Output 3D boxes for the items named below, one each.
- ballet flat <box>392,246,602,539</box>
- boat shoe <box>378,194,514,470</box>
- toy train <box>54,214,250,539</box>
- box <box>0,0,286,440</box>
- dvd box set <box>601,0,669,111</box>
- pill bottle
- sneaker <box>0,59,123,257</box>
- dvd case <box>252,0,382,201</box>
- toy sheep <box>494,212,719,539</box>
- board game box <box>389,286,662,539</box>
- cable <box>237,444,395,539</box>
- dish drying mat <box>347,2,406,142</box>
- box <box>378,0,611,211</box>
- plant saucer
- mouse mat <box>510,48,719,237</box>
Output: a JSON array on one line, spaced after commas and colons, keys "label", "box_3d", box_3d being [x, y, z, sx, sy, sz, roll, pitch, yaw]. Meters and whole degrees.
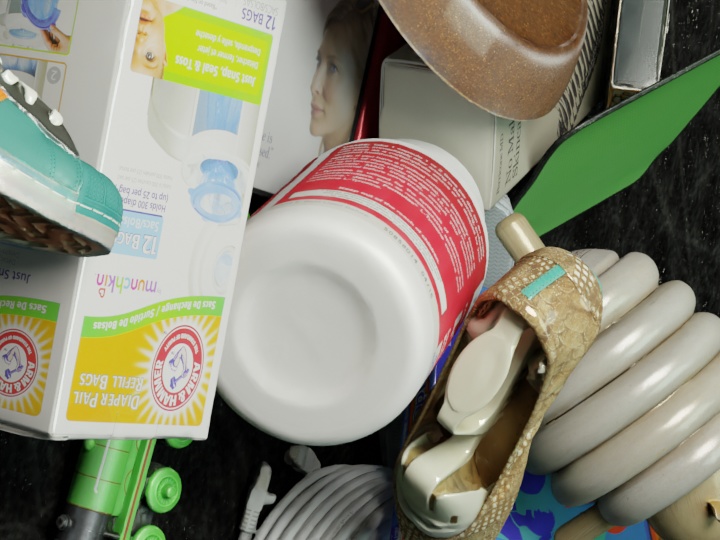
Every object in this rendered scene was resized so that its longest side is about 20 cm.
[{"label": "ballet flat", "box_3d": [0.051, 0.075, 1.037, 0.065, 0.070, 0.201, -21, 140, -49]}, {"label": "boat shoe", "box_3d": [0.055, 0.035, 1.251, 0.067, 0.073, 0.201, -103, -156, -64]}, {"label": "toy train", "box_3d": [-0.102, 0.050, 1.034, 0.056, 0.042, 0.201, 22, 80, -48]}, {"label": "box", "box_3d": [-0.118, -0.033, 0.920, 0.112, 0.101, 0.201, 10, 91, -58]}, {"label": "dvd box set", "box_3d": [0.169, -0.151, 1.322, 0.200, 0.029, 0.147, 76, 22, -77]}, {"label": "pill bottle", "box_3d": [0.000, 0.000, 1.048, 0.200, 0.112, 0.113, -49, 141, -67]}, {"label": "sneaker", "box_3d": [-0.164, -0.078, 0.799, 0.200, 0.071, 0.080, 32, 70, -25]}, {"label": "dvd case", "box_3d": [-0.032, -0.135, 1.107, 0.143, 0.017, 0.201, 15, 86, -58]}, {"label": "toy sheep", "box_3d": [0.127, 0.059, 1.093, 0.200, 0.138, 0.138, 52, 44, -1]}, {"label": "board game box", "box_3d": [0.120, 0.101, 1.182, 0.199, 0.045, 0.153, 13, 69, -19]}, {"label": "cable", "box_3d": [-0.007, 0.208, 1.205, 0.200, 0.069, 0.201, 25, 78, -58]}, {"label": "dish drying mat", "box_3d": [0.026, -0.132, 1.203, 0.077, 0.018, 0.201, 15, 87, -60]}, {"label": "box", "box_3d": [0.079, -0.107, 1.216, 0.200, 0.068, 0.083, -45, 140, -56]}, {"label": "plant saucer", "box_3d": [0.059, -0.174, 1.116, 0.200, 0.034, 0.201, 33, 44, -38]}, {"label": "mouse mat", "box_3d": [0.144, -0.066, 1.267, 0.161, 0.008, 0.200, -28, 167, -27]}]
